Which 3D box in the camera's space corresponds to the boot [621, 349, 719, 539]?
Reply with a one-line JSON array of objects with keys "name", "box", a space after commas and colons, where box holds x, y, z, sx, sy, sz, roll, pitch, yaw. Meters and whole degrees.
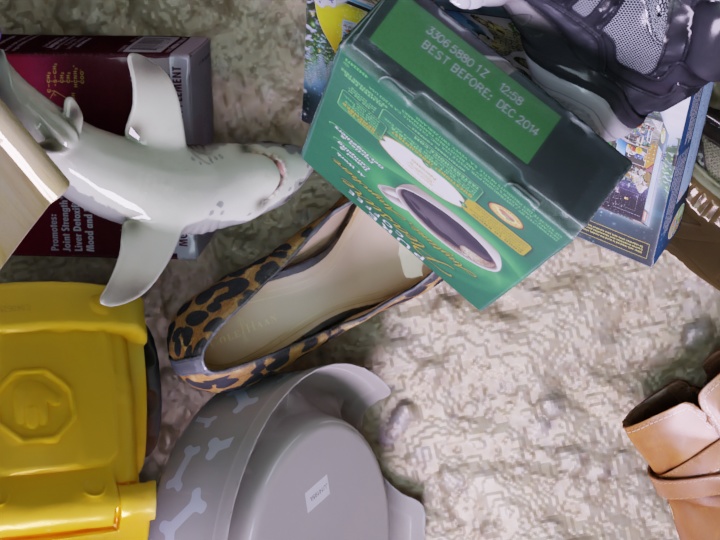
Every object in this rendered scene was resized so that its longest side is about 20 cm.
[{"name": "boot", "box": [0.251, 0.090, 0.927, 0.199, 0.077, 0.156, -33, 96, 21]}]

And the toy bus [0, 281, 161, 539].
[{"name": "toy bus", "box": [-0.158, 0.133, 0.846, 0.135, 0.193, 0.201, -5, 142, -19]}]

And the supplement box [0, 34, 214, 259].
[{"name": "supplement box", "box": [-0.179, -0.066, 0.923, 0.198, 0.061, 0.110, 1, 107, 6]}]

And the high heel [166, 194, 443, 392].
[{"name": "high heel", "box": [0.000, 0.000, 0.881, 0.199, 0.143, 0.072, -26, 100, 12]}]

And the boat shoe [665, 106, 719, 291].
[{"name": "boat shoe", "box": [0.163, -0.051, 0.892, 0.200, 0.065, 0.073, 39, 145, -5]}]

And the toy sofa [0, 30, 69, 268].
[{"name": "toy sofa", "box": [-0.227, -0.043, 0.828, 0.199, 0.098, 0.083, -11, 126, 41]}]

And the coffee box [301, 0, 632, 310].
[{"name": "coffee box", "box": [0.038, -0.048, 0.776, 0.123, 0.200, 0.044, 39, 79, 2]}]

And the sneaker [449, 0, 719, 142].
[{"name": "sneaker", "box": [0.096, -0.132, 0.683, 0.113, 0.076, 0.200, -17, 141, 27]}]

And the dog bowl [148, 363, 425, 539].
[{"name": "dog bowl", "box": [-0.038, 0.145, 0.907, 0.058, 0.200, 0.202, 3, 108, 30]}]

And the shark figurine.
[{"name": "shark figurine", "box": [-0.141, -0.068, 0.849, 0.214, 0.089, 0.129, 39, 73, -18]}]

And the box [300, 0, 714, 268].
[{"name": "box", "box": [0.066, -0.098, 0.839, 0.199, 0.038, 0.137, 24, 137, 19]}]
